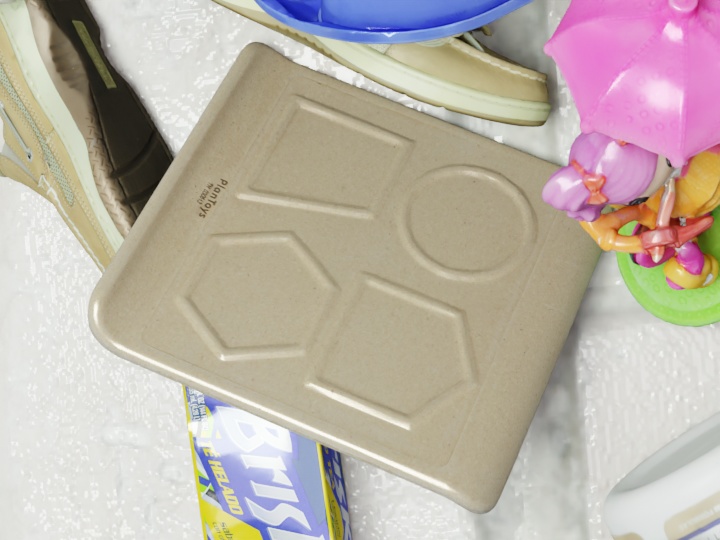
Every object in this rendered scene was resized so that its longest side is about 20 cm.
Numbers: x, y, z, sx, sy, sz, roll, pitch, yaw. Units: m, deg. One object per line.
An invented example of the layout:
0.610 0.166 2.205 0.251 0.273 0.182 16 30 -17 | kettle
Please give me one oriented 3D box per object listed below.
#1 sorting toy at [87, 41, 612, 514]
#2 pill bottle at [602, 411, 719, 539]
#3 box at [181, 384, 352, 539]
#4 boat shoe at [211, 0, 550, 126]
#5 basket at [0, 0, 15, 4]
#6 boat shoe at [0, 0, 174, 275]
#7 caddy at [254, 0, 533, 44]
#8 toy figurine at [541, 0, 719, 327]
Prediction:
0.000 0.000 0.797 0.198 0.037 0.186 24 57 5 | sorting toy
0.204 0.161 0.770 0.115 0.116 0.201 -31 88 9 | pill bottle
-0.038 0.129 0.830 0.063 0.070 0.203 -9 91 6 | box
0.004 -0.128 0.815 0.199 0.073 0.064 27 101 14 | boat shoe
-0.253 -0.196 0.796 0.198 0.135 0.125 15 102 31 | basket
-0.147 -0.065 0.849 0.076 0.071 0.202 -31 77 21 | boat shoe
0.039 -0.168 0.755 0.199 0.106 0.141 -28 44 -23 | caddy
0.134 -0.063 0.715 0.201 0.183 0.151 -52 59 24 | toy figurine
